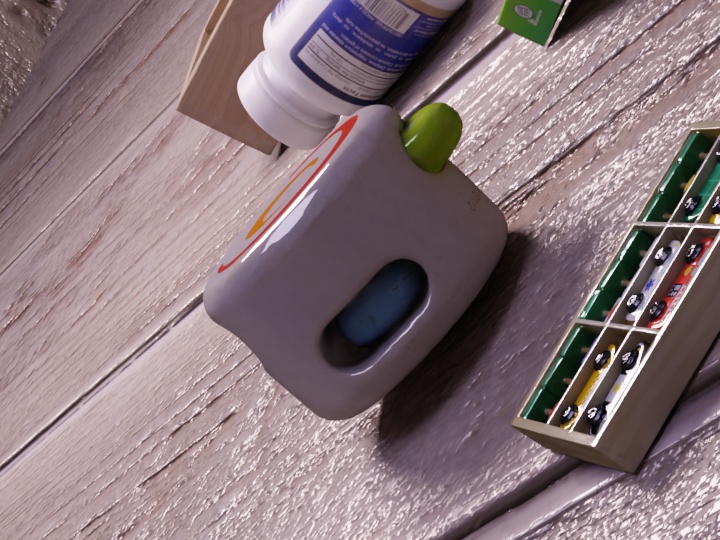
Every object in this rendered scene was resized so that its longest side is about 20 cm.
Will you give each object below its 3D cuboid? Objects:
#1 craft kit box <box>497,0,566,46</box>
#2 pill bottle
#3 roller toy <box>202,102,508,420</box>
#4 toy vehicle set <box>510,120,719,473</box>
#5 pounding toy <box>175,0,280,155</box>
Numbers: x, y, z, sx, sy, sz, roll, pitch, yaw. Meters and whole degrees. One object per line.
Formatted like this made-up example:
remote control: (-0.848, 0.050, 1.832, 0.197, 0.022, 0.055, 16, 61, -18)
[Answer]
craft kit box: (0.168, -0.287, 1.755, 0.198, 0.048, 0.200, -60, -5, -23)
pill bottle: (-0.012, -0.201, 2.099, 0.200, 0.119, 0.120, -47, 18, 28)
roller toy: (0.000, 0.000, 1.615, 0.183, 0.140, 0.200, -53, 9, -33)
toy vehicle set: (0.161, 0.010, 1.318, 0.201, 0.026, 0.124, -58, 15, -9)
pounding toy: (-0.062, -0.225, 2.326, 0.200, 0.142, 0.184, -59, 11, 31)
